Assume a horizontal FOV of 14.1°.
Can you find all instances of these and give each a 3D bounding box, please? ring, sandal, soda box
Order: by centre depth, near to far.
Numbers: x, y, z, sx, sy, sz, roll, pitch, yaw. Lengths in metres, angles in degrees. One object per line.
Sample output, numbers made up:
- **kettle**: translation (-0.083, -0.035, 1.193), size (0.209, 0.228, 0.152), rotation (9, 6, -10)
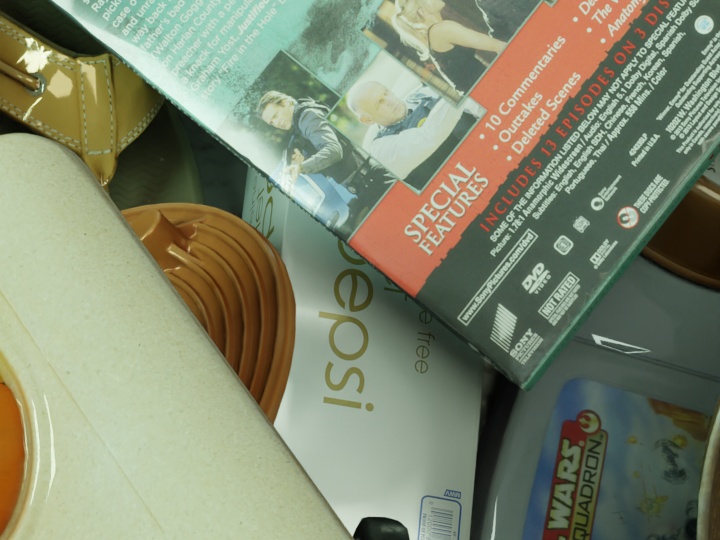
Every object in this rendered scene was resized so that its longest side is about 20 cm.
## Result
- **ring**: translation (-0.101, 0.055, 0.729), size (0.019, 0.200, 0.201), rotation (47, 63, -28)
- **soda box**: translation (0.000, 0.000, 0.838), size (0.063, 0.068, 0.201), rotation (11, 69, -12)
- **sandal**: translation (-0.084, -0.068, 0.844), size (0.080, 0.054, 0.201), rotation (1, 71, -16)

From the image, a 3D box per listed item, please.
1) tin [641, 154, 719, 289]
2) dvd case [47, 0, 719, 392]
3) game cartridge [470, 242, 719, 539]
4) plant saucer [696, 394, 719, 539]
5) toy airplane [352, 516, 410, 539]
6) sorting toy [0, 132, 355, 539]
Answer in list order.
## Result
- **tin**: translation (0.158, -0.038, 0.896), size (0.199, 0.042, 0.112), rotation (13, 48, -13)
- **dvd case**: translation (0.013, -0.085, 0.794), size (0.200, 0.022, 0.146), rotation (38, 91, 11)
- **game cartridge**: translation (0.094, 0.092, 0.853), size (0.133, 0.042, 0.201), rotation (17, 68, -14)
- **plant saucer**: translation (0.169, 0.046, 0.783), size (0.200, 0.037, 0.201), rotation (-9, 111, -23)
- **toy airplane**: translation (0.015, 0.142, 0.698), size (0.199, 0.199, 0.142), rotation (21, 70, -53)
- **sorting toy**: translation (-0.094, 0.097, 0.629), size (0.200, 0.036, 0.185), rotation (-46, 61, 16)
